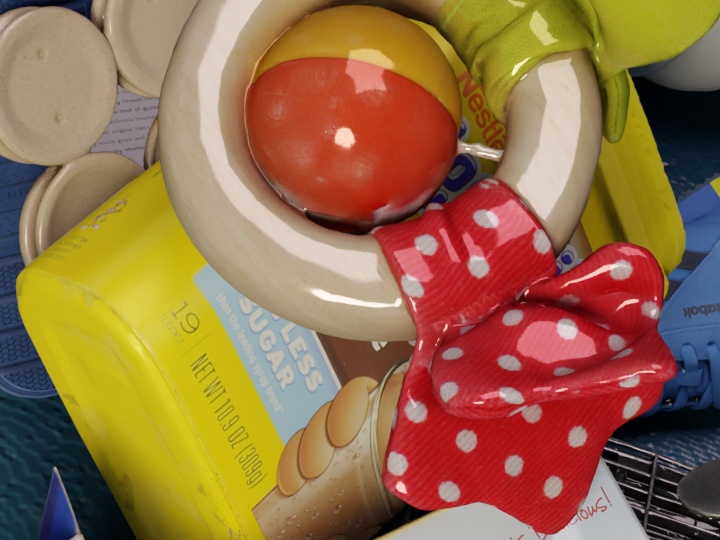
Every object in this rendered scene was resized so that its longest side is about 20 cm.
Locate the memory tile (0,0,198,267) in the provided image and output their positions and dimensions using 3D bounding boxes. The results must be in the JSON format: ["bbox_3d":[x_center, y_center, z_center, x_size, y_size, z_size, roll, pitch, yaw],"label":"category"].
[{"bbox_3d":[-0.042,-0.015,0.912,0.153,0.201,0.017,-34,25,-32],"label":"memory tile"}]

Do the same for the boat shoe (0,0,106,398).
[{"bbox_3d":[-0.127,-0.056,0.923,0.072,0.201,0.072,-11,32,-19],"label":"boat shoe"}]

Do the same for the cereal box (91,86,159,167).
[{"bbox_3d":[-0.047,-0.028,1.039,0.143,0.040,0.200,-6,44,-27],"label":"cereal box"}]

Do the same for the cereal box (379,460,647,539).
[{"bbox_3d":[0.052,0.165,0.772,0.143,0.040,0.201,-22,71,-21],"label":"cereal box"}]

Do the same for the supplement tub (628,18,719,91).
[{"bbox_3d":[0.181,-0.155,1.191,0.199,0.146,0.145,-8,45,-29],"label":"supplement tub"}]

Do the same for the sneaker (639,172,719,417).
[{"bbox_3d":[0.119,0.024,1.022,0.078,0.066,0.200,42,45,22],"label":"sneaker"}]

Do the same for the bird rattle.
[{"bbox_3d":[0.021,-0.031,0.794,0.162,0.113,0.201,12,77,6],"label":"bird rattle"}]

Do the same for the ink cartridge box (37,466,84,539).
[{"bbox_3d":[-0.074,0.160,0.760,0.039,0.100,0.200,-7,45,-26],"label":"ink cartridge box"}]

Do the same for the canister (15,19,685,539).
[{"bbox_3d":[0.000,0.000,0.881,0.200,0.149,0.086,-41,33,-26],"label":"canister"}]

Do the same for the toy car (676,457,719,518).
[{"bbox_3d":[0.206,0.094,0.899,0.199,0.159,0.164,17,16,15],"label":"toy car"}]

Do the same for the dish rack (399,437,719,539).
[{"bbox_3d":[0.067,0.128,0.890,0.152,0.055,0.200,20,37,0],"label":"dish rack"}]
